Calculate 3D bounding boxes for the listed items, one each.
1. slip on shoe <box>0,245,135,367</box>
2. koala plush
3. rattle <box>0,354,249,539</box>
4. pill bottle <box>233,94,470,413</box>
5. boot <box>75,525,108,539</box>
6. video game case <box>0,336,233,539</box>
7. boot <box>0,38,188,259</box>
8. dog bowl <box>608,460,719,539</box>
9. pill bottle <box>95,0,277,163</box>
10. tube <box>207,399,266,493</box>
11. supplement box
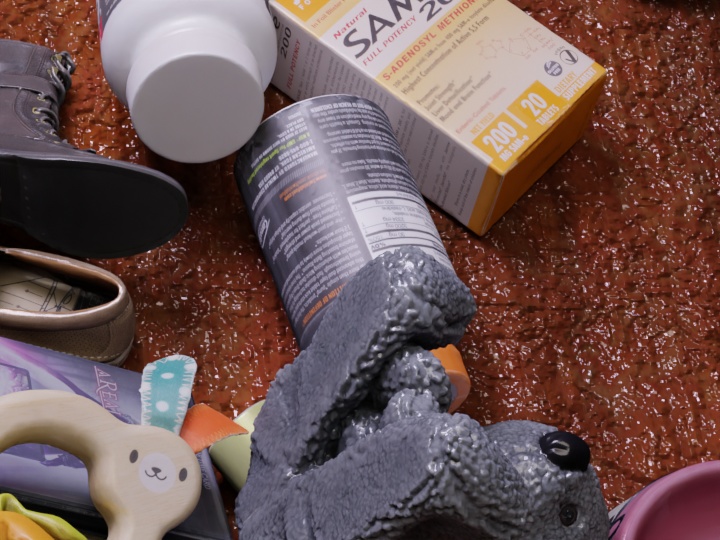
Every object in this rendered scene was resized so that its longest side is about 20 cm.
[{"bbox_3d":[-0.231,0.009,1.178,0.199,0.061,0.076,18,55,2],"label":"slip on shoe"},{"bbox_3d":[0.054,0.122,1.073,0.200,0.184,0.178,23,35,-32],"label":"koala plush"},{"bbox_3d":[-0.116,0.093,0.982,0.199,0.143,0.130,-22,68,-32],"label":"rattle"},{"bbox_3d":[0.000,0.000,1.201,0.106,0.106,0.201,-11,59,-18],"label":"pill bottle"},{"bbox_3d":[-0.208,0.146,1.048,0.155,0.073,0.200,30,20,6],"label":"boot"},{"bbox_3d":[-0.173,0.089,1.088,0.199,0.019,0.143,16,29,-26],"label":"video game case"},{"bbox_3d":[-0.199,-0.090,1.229,0.199,0.069,0.174,8,35,-4],"label":"boot"},{"bbox_3d":[0.216,0.197,1.129,0.199,0.074,0.201,5,55,-8],"label":"dog bowl"},{"bbox_3d":[-0.112,-0.159,1.255,0.110,0.111,0.200,0,39,-11],"label":"pill bottle"},{"bbox_3d":[-0.004,0.160,1.130,0.058,0.052,0.200,-46,75,9],"label":"tube"},{"bbox_3d":[0.046,-0.134,1.320,0.200,0.074,0.126,36,57,14],"label":"supplement box"}]
